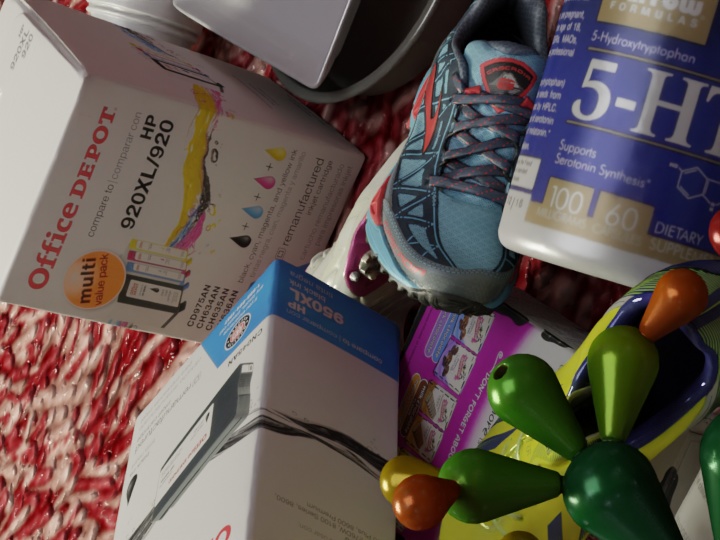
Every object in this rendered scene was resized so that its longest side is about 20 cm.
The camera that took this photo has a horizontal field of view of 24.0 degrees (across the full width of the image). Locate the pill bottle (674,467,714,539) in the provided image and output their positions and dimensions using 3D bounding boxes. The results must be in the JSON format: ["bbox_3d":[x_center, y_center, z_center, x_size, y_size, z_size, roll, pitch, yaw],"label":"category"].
[{"bbox_3d":[0.194,0.074,0.636,0.114,0.114,0.201,42,112,50],"label":"pill bottle"}]

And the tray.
[{"bbox_3d":[-0.050,-0.187,1.052,0.200,0.022,0.108,36,108,51],"label":"tray"}]

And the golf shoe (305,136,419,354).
[{"bbox_3d":[0.000,0.000,0.950,0.092,0.075,0.201,45,113,53],"label":"golf shoe"}]

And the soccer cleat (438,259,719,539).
[{"bbox_3d":[0.085,0.070,0.693,0.065,0.084,0.200,49,122,16],"label":"soccer cleat"}]

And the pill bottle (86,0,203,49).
[{"bbox_3d":[-0.171,-0.097,1.172,0.108,0.108,0.201,19,94,53],"label":"pill bottle"}]

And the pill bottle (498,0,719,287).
[{"bbox_3d":[0.143,-0.091,0.751,0.119,0.119,0.201,19,95,53],"label":"pill bottle"}]

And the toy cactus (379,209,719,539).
[{"bbox_3d":[0.101,0.091,0.583,0.200,0.102,0.165,-44,75,15],"label":"toy cactus"}]

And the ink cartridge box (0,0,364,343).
[{"bbox_3d":[-0.133,-0.056,1.033,0.145,0.199,0.148,42,112,50],"label":"ink cartridge box"}]

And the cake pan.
[{"bbox_3d":[0.010,-0.195,1.027,0.200,0.037,0.202,-21,63,48],"label":"cake pan"}]

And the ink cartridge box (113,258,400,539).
[{"bbox_3d":[-0.054,0.116,0.825,0.145,0.084,0.201,-47,24,31],"label":"ink cartridge box"}]

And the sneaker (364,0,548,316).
[{"bbox_3d":[0.054,-0.069,0.832,0.096,0.079,0.201,110,172,-47],"label":"sneaker"}]

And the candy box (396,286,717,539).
[{"bbox_3d":[0.086,0.098,0.812,0.200,0.061,0.137,37,108,52],"label":"candy box"}]
